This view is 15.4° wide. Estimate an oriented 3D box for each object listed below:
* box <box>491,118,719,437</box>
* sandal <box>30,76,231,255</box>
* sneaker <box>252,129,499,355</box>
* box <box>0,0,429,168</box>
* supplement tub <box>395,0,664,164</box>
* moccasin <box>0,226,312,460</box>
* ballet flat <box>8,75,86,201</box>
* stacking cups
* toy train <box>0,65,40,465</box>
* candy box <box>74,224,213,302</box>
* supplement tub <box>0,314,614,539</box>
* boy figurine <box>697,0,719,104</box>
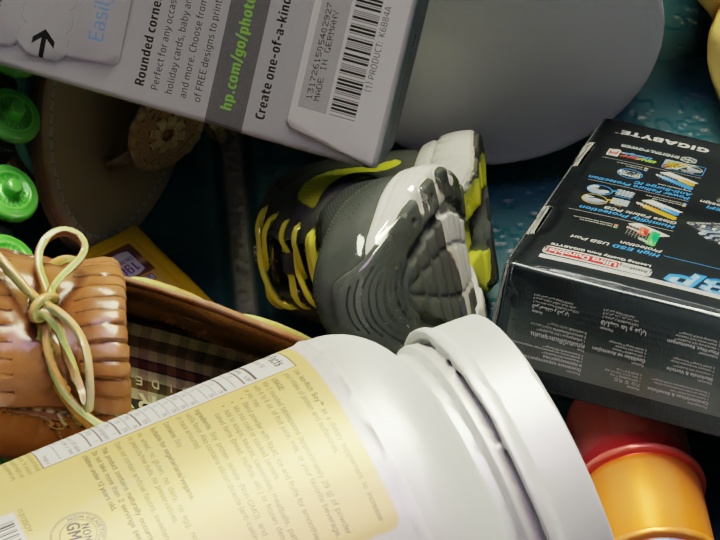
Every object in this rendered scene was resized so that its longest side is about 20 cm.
[{"bbox_3d":[0.158,0.011,0.925,0.199,0.046,0.159,14,25,12],"label":"box"},{"bbox_3d":[-0.059,-0.095,1.032,0.069,0.078,0.212,-15,33,30],"label":"sandal"},{"bbox_3d":[0.000,0.000,0.926,0.084,0.075,0.200,-8,8,10],"label":"sneaker"},{"bbox_3d":[-0.068,-0.136,0.892,0.199,0.157,0.041,15,16,6],"label":"box"},{"bbox_3d":[0.042,-0.154,1.055,0.144,0.145,0.201,-5,45,-5],"label":"supplement tub"},{"bbox_3d":[-0.090,0.027,0.843,0.201,0.078,0.074,22,51,-27],"label":"moccasin"},{"bbox_3d":[-0.123,-0.094,1.060,0.069,0.070,0.200,10,45,9],"label":"ballet flat"},{"bbox_3d":[0.094,0.118,0.855,0.060,0.061,0.200,-3,40,-4],"label":"stacking cups"},{"bbox_3d":[-0.142,-0.008,0.913,0.056,0.042,0.201,15,54,-27],"label":"toy train"},{"bbox_3d":[-0.130,0.062,0.924,0.200,0.026,0.102,-30,56,-27],"label":"candy box"},{"bbox_3d":[-0.034,0.105,0.785,0.199,0.146,0.146,-21,49,-13],"label":"supplement tub"},{"bbox_3d":[0.152,-0.141,1.067,0.064,0.124,0.201,-23,56,16],"label":"boy figurine"}]
